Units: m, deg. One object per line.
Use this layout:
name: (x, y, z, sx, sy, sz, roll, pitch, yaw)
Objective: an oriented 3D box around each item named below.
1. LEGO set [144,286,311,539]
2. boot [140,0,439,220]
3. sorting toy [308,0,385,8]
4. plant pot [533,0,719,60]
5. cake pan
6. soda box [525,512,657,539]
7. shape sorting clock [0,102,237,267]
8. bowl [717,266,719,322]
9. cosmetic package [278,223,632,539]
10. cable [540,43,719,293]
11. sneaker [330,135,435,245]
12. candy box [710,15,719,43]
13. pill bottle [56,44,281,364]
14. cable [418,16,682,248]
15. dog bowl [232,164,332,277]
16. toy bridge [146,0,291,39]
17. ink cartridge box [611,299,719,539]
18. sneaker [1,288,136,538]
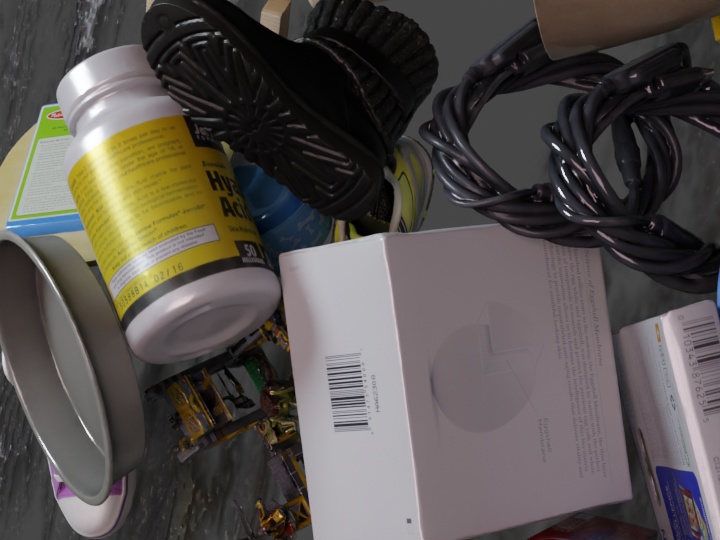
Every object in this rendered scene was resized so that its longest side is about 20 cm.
LEGO set: (-0.068, 0.117, 1.404, 0.153, 0.115, 0.202, -26, 88, 49)
boot: (-0.046, -0.149, 1.334, 0.211, 0.159, 0.079, 42, 137, -22)
sorting toy: (0.018, -0.267, 1.357, 0.183, 0.037, 0.201, -9, 133, 21)
plant pot: (0.215, -0.238, 1.260, 0.198, 0.187, 0.189, -3, 90, 14)
cake pan: (-0.203, 0.063, 1.351, 0.200, 0.036, 0.202, 45, 146, 43)
soda box: (0.143, 0.214, 1.299, 0.063, 0.200, 0.071, 12, 95, 22)
shape sorting clock: (-0.184, -0.076, 1.455, 0.198, 0.039, 0.201, -12, 48, 13)
bowl: (0.310, 0.033, 1.245, 0.039, 0.199, 0.203, -25, 81, 56)
cosmetic package: (0.066, 0.073, 1.314, 0.122, 0.199, 0.202, -9, 87, 52)
cable: (0.201, -0.058, 1.280, 0.051, 0.199, 0.164, -33, 88, 48)
sneaker: (0.000, 0.000, 1.418, 0.075, 0.076, 0.202, 10, 97, 19)
candy box: (0.272, -0.266, 1.330, 0.101, 0.026, 0.202, -13, 86, 25)
pill bottle: (-0.138, -0.048, 1.324, 0.111, 0.111, 0.201, -31, 71, 19)
cable: (0.129, -0.082, 1.320, 0.163, 0.200, 0.051, 45, 140, 4)
dog bowl: (-0.107, -0.040, 1.437, 0.198, 0.112, 0.050, 0, 135, 33)
toy bridge: (-0.065, -0.170, 1.450, 0.198, 0.027, 0.068, 17, 130, 9)
ink cartridge box: (0.221, 0.126, 1.282, 0.047, 0.200, 0.200, -15, 86, -1)
sneaker: (-0.234, 0.112, 1.494, 0.072, 0.114, 0.203, -9, 89, 20)
